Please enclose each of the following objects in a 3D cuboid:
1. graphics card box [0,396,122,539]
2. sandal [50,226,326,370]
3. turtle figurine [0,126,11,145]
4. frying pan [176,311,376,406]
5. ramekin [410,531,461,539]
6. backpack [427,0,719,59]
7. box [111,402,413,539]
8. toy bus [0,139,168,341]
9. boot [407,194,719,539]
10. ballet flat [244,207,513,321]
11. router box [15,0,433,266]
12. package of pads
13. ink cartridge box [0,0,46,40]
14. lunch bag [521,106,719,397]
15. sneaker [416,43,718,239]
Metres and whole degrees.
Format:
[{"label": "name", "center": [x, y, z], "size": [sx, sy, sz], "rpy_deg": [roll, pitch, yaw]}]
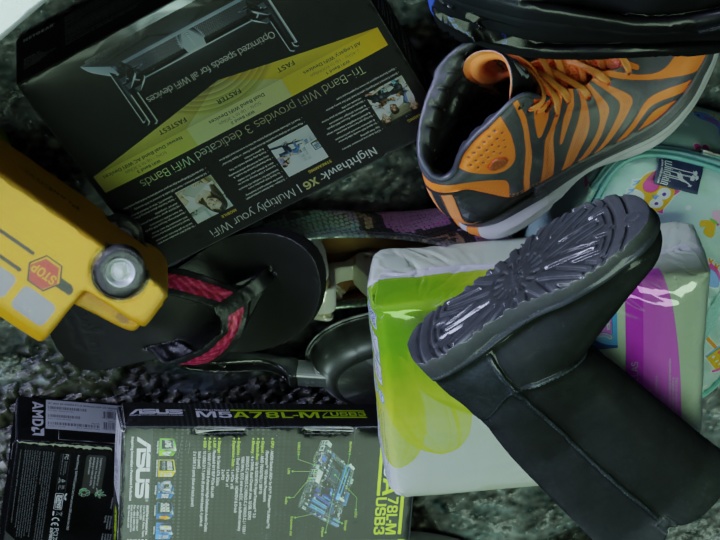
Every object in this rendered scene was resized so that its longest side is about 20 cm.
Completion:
[{"label": "graphics card box", "center": [-0.138, 0.152, 1.384], "size": [0.198, 0.051, 0.126], "rpy_deg": [4, 126, -13]}, {"label": "sandal", "center": [-0.109, 0.028, 1.257], "size": [0.199, 0.045, 0.076], "rpy_deg": [-15, 107, 25]}, {"label": "turtle figurine", "center": [-0.254, -0.009, 1.232], "size": [0.161, 0.064, 0.200], "rpy_deg": [-36, 109, 6]}, {"label": "frying pan", "center": [-0.014, 0.055, 1.323], "size": [0.188, 0.031, 0.115], "rpy_deg": [7, 147, -18]}, {"label": "ramekin", "center": [0.025, 0.291, 1.487], "size": [0.201, 0.095, 0.204], "rpy_deg": [-4, 128, -5]}, {"label": "backpack", "center": [0.130, -0.194, 1.088], "size": [0.198, 0.169, 0.163], "rpy_deg": [-3, 169, 0]}, {"label": "box", "center": [-0.065, 0.185, 1.342], "size": [0.191, 0.048, 0.202], "rpy_deg": [-1, 108, -12]}, {"label": "toy bus", "center": [-0.204, -0.028, 1.162], "size": [0.199, 0.065, 0.078], "rpy_deg": [36, 102, -18]}, {"label": "boot", "center": [0.149, 0.066, 1.169], "size": [0.164, 0.066, 0.200], "rpy_deg": [-31, 118, 26]}, {"label": "ballet flat", "center": [0.000, 0.000, 1.276], "size": [0.198, 0.071, 0.070], "rpy_deg": [-4, 127, -5]}, {"label": "router box", "center": [-0.073, -0.108, 1.193], "size": [0.199, 0.052, 0.158], "rpy_deg": [-26, 127, 11]}, {"label": "package of pads", "center": [0.106, 0.057, 1.244], "size": [0.198, 0.068, 0.155], "rpy_deg": [-4, 126, 0]}, {"label": "ink cartridge box", "center": [-0.265, -0.177, 1.043], "size": [0.196, 0.043, 0.200], "rpy_deg": [-39, 108, 10]}, {"label": "lunch bag", "center": [0.186, -0.009, 1.294], "size": [0.159, 0.077, 0.201], "rpy_deg": [14, 125, -18]}, {"label": "sneaker", "center": [0.116, -0.105, 1.176], "size": [0.200, 0.078, 0.112], "rpy_deg": [-42, 146, 2]}]
